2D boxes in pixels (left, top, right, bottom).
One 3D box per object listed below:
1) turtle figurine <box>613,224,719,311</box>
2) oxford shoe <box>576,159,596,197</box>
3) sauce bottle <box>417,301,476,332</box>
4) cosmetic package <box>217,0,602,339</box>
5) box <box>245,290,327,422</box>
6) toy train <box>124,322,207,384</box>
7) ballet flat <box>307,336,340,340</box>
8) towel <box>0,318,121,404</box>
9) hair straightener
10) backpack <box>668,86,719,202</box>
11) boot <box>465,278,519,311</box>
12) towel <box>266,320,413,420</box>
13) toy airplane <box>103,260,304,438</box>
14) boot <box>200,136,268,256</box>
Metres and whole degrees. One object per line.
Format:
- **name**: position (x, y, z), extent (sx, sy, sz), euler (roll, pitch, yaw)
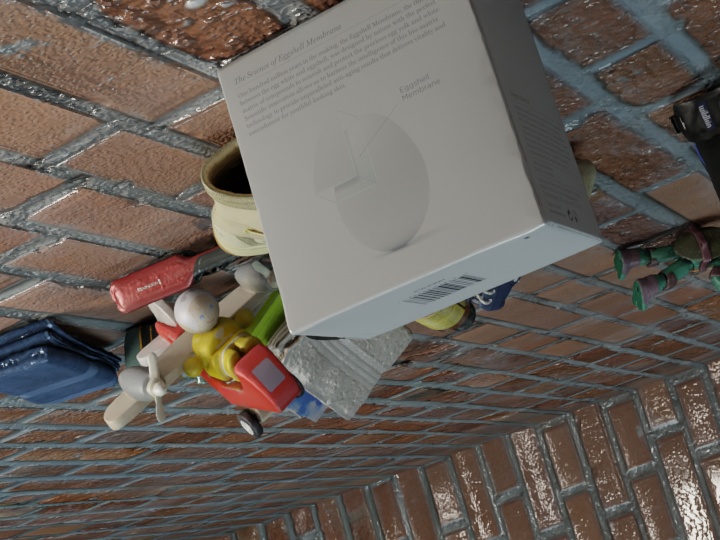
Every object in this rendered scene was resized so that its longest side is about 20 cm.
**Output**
- **turtle figurine**: position (0.451, -0.012, 1.823), extent (0.198, 0.102, 0.150), euler (-13, -155, -7)
- **oxford shoe**: position (0.207, -0.067, 1.425), extent (0.074, 0.071, 0.200), euler (-38, 178, -7)
- **sauce bottle**: position (0.090, 0.038, 1.563), extent (0.065, 0.067, 0.200), euler (-20, 162, 13)
- **cosmetic package**: position (0.032, -0.081, 0.941), extent (0.198, 0.202, 0.123), euler (-23, 166, 25)
- **box**: position (-0.080, 0.088, 1.522), extent (0.122, 0.048, 0.200), euler (-54, 144, 1)
- **toy train**: position (-0.179, 0.091, 1.568), extent (0.113, 0.086, 0.199), euler (-11, 171, 32)
- **ballet flat**: position (0.000, 0.000, 1.371), extent (0.068, 0.068, 0.201), euler (18, 135, -15)
- **towel**: position (-0.346, 0.104, 1.487), extent (0.111, 0.049, 0.200), euler (-18, 165, 7)
- **hair straightener**: position (-0.146, -0.018, 1.315), extent (0.199, 0.041, 0.077), euler (-28, -177, 18)
- **backpack**: position (0.410, -0.119, 1.246), extent (0.153, 0.201, 0.191), euler (-15, 159, -22)
- **boot**: position (0.142, 0.001, 1.490), extent (0.091, 0.072, 0.200), euler (-64, 160, 8)
- **towel**: position (-0.018, 0.083, 1.519), extent (0.133, 0.034, 0.200), euler (-51, 143, -3)
- **toy airplane**: position (-0.156, 0.065, 1.365), extent (0.197, 0.201, 0.142), euler (-9, 137, 9)
- **boot**: position (-0.033, -0.078, 1.137), extent (0.198, 0.074, 0.156), euler (-12, 163, -4)
